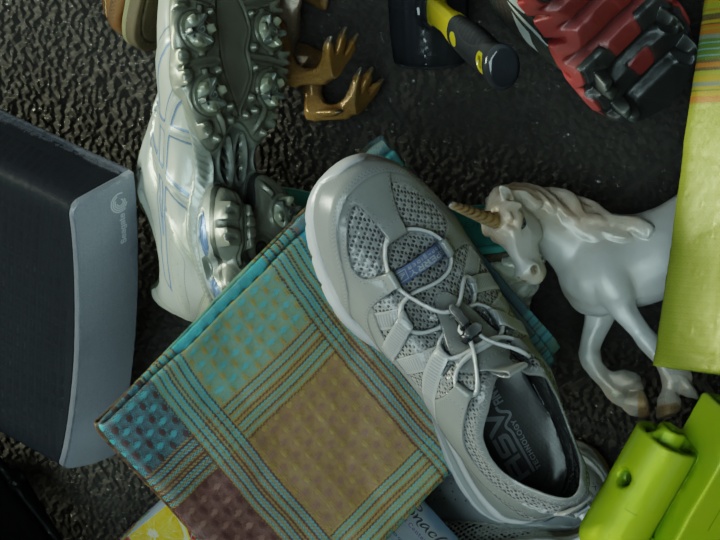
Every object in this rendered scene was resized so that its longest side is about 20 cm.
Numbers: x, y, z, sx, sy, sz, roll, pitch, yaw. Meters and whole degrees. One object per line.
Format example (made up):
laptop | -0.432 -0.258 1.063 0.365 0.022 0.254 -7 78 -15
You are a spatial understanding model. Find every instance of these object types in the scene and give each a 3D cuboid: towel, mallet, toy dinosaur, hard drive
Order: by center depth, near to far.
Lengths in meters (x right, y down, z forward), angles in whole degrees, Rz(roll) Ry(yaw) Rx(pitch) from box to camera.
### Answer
towel | 0.181 -0.051 0.799 0.086 0.018 0.200 5 85 54
mallet | 0.045 -0.104 0.823 0.041 0.200 0.066 -4 115 -7
towel | -0.010 0.054 0.835 0.200 0.022 0.147 -45 105 -18
toy dinosaur | -0.049 -0.107 0.924 0.106 0.060 0.200 24 103 29
hard drive | -0.185 0.012 0.941 0.135 0.042 0.200 25 131 18

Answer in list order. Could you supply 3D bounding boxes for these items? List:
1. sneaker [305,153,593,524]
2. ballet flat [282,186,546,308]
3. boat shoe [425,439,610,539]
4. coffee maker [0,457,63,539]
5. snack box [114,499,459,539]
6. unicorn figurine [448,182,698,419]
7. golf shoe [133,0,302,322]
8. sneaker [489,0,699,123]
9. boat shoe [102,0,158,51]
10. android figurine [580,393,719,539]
sneaker | 0.051 0.030 0.805 0.075 0.082 0.200 -39 104 -18
ballet flat | 0.000 0.000 0.927 0.200 0.072 0.072 5 105 15
boat shoe | 0.032 0.118 0.943 0.200 0.069 0.071 -1 105 15
coffee maker | -0.268 0.205 0.990 0.200 0.135 0.192 -36 70 32
snack box | -0.036 0.173 0.937 0.169 0.068 0.200 48 137 -2
unicorn figurine | 0.143 0.001 0.872 0.200 0.074 0.138 -23 90 -19
golf shoe | -0.086 -0.069 0.873 0.097 0.078 0.201 -5 90 42
sneaker | 0.085 -0.155 0.819 0.071 0.098 0.200 -41 133 0
boat shoe | -0.097 -0.215 0.898 0.068 0.072 0.200 25 102 20
android figurine | 0.187 0.128 0.862 0.182 0.041 0.200 12 113 -35
